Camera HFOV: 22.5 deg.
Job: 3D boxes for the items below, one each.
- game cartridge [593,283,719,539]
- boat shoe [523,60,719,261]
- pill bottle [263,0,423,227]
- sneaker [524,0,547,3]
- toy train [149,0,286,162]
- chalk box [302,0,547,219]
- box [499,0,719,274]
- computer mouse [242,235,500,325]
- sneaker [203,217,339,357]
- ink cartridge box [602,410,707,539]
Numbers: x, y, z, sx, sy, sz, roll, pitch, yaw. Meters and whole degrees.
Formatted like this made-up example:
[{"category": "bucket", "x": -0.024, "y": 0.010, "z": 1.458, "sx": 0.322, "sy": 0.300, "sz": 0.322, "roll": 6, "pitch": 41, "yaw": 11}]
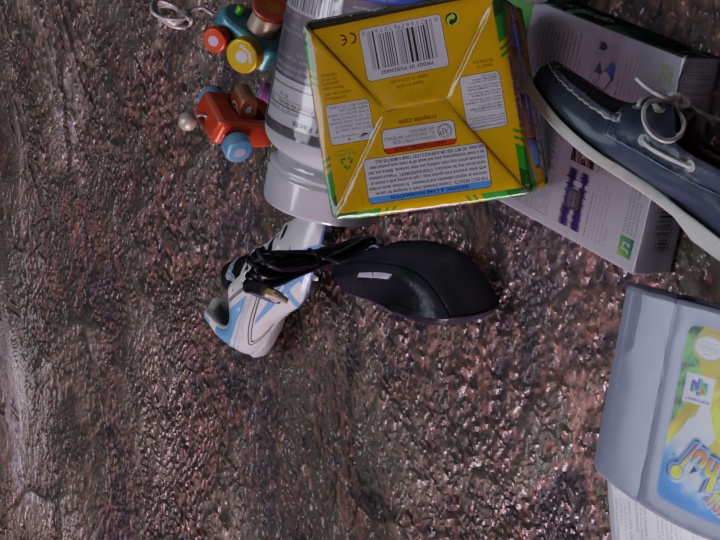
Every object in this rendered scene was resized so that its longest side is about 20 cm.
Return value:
[{"category": "game cartridge", "x": 0.226, "y": 0.092, "z": 1.034, "sx": 0.200, "sy": 0.040, "sz": 0.134, "roll": 15, "pitch": 103, "yaw": 40}, {"category": "boat shoe", "x": 0.185, "y": -0.070, "z": 1.069, "sx": 0.200, "sy": 0.075, "sz": 0.062, "roll": 41, "pitch": 115, "yaw": 23}, {"category": "pill bottle", "x": -0.010, "y": -0.142, "z": 1.371, "sx": 0.114, "sy": 0.114, "sz": 0.200, "roll": 37, "pitch": 122, "yaw": 51}, {"category": "sneaker", "x": 0.134, "y": -0.267, "z": 1.159, "sx": 0.075, "sy": 0.082, "sz": 0.200, "roll": 46, "pitch": 116, "yaw": 46}, {"category": "toy train", "x": -0.091, "y": -0.169, "z": 1.466, "sx": 0.056, "sy": 0.150, "sz": 0.200, "roll": -58, "pitch": 41, "yaw": 34}, {"category": "chalk box", "x": 0.049, "y": -0.102, "z": 1.161, "sx": 0.200, "sy": 0.124, "sz": 0.124, "roll": -18, "pitch": -81, "yaw": -78}, {"category": "box", "x": 0.147, "y": -0.098, "z": 1.203, "sx": 0.200, "sy": 0.036, "sz": 0.145, "roll": 34, "pitch": 119, "yaw": 50}, {"category": "computer mouse", "x": 0.000, "y": 0.000, "z": 1.330, "sx": 0.200, "sy": 0.140, "sz": 0.046, "roll": 23, "pitch": 119, "yaw": 54}, {"category": "sneaker", "x": -0.073, "y": 0.002, "z": 1.498, "sx": 0.200, "sy": 0.072, "sz": 0.072, "roll": -53, "pitch": 11, "yaw": 45}, {"category": "ink cartridge box", "x": 0.241, "y": 0.157, "z": 1.072, "sx": 0.200, "sy": 0.050, "sz": 0.161, "roll": -6, "pitch": 86, "yaw": 39}]
